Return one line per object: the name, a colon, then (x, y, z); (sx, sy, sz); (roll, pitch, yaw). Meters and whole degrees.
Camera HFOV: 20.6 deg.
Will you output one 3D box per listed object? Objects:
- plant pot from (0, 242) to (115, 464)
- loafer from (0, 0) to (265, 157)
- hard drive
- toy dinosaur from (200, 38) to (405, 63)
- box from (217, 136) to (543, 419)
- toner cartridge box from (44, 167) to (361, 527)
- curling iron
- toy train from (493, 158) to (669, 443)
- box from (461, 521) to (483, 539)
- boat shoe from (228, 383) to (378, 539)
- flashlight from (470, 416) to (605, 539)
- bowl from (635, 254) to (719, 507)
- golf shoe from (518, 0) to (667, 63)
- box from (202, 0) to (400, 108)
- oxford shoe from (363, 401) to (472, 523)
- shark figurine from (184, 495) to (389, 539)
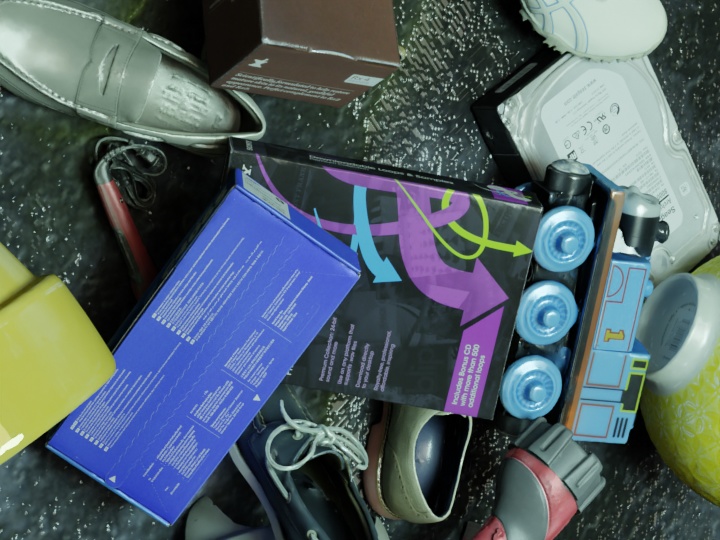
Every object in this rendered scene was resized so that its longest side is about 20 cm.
plant pot: (-0.263, 0.030, 1.060); (0.200, 0.200, 0.190); (-37, 97, -26)
loafer: (-0.145, -0.120, 1.189); (0.199, 0.070, 0.071); (17, 84, -34)
hard drive: (0.176, -0.069, 1.430); (0.139, 0.038, 0.201); (-37, 114, -25)
toy dinosaur: (-0.067, -0.173, 1.259); (0.200, 0.058, 0.102); (39, 55, -17)
box: (0.001, 0.006, 1.224); (0.198, 0.036, 0.144); (10, 106, -7)
toner cartridge box: (-0.095, 0.047, 1.189); (0.095, 0.043, 0.200); (35, 103, -12)
curling iron: (-0.122, 0.009, 1.241); (0.049, 0.025, 0.202); (-25, 108, -27)
toy train: (0.148, 0.023, 1.368); (0.113, 0.087, 0.202); (5, 106, -20)
box: (0.151, 0.243, 1.340); (0.102, 0.199, 0.095); (25, 80, -33)
boat shoe: (-0.033, 0.129, 1.226); (0.074, 0.062, 0.201); (13, 43, -37)
flashlight: (0.075, 0.187, 1.303); (0.200, 0.068, 0.068); (-43, 150, -17)
bowl: (0.256, 0.059, 1.408); (0.107, 0.200, 0.202); (25, 80, -21)
golf shoe: (0.142, -0.207, 1.339); (0.199, 0.097, 0.079); (25, 67, -24)
box: (-0.043, -0.209, 1.208); (0.099, 0.075, 0.202); (7, 66, -33)
oxford shoe: (0.053, 0.072, 1.335); (0.070, 0.074, 0.202); (3, 92, -31)
shark figurine: (-0.066, 0.178, 1.268); (0.213, 0.090, 0.129); (-17, 137, -24)
